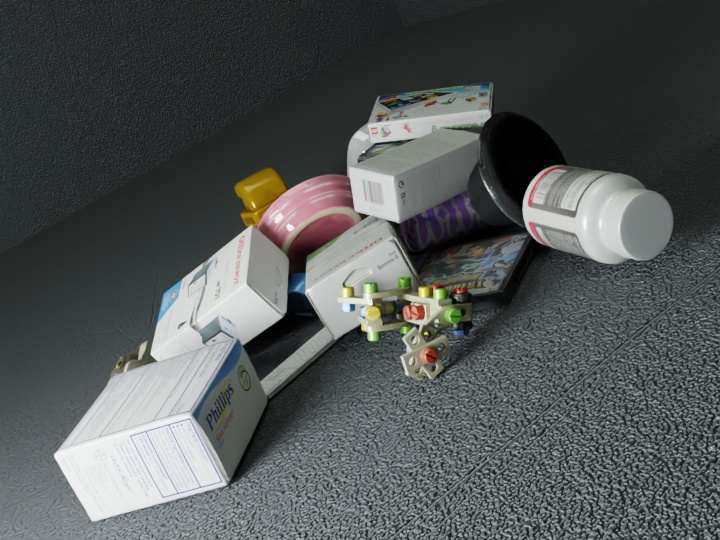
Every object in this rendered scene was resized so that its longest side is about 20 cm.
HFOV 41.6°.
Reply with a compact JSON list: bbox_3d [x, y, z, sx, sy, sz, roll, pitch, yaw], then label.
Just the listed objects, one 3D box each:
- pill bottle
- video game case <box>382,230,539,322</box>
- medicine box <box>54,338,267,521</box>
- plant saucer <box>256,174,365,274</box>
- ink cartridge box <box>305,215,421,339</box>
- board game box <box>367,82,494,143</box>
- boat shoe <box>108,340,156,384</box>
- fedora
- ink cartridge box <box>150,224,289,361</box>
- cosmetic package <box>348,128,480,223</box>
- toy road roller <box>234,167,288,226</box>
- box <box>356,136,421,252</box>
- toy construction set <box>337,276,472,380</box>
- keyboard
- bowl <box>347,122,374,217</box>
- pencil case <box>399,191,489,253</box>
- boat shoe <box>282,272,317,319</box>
[{"bbox_3d":[0.300,-0.070,1.202,0.109,0.112,0.200,-28,20,-14],"label":"pill bottle"},{"bbox_3d":[0.135,0.010,1.321,0.197,0.026,0.181,-12,22,31],"label":"video game case"},{"bbox_3d":[-0.238,0.192,1.166,0.197,0.104,0.183,-17,20,18],"label":"medicine box"},{"bbox_3d":[-0.072,-0.060,1.495,0.198,0.202,0.051,-28,58,-11],"label":"plant saucer"},{"bbox_3d":[0.000,0.000,1.354,0.144,0.088,0.200,-31,12,5],"label":"ink cartridge box"},{"bbox_3d":[0.116,-0.255,1.527,0.196,0.035,0.127,-5,30,13],"label":"board game box"},{"bbox_3d":[-0.341,0.165,1.416,0.059,0.073,0.200,-28,15,4],"label":"boat shoe"},{"bbox_3d":[0.215,-0.129,1.365,0.091,0.202,0.201,-32,8,44],"label":"fedora"},{"bbox_3d":[-0.206,0.050,1.406,0.199,0.086,0.148,-37,30,22],"label":"ink cartridge box"},{"bbox_3d":[0.090,-0.143,1.394,0.198,0.073,0.101,-27,29,-33],"label":"cosmetic package"},{"bbox_3d":[-0.164,-0.116,1.802,0.122,0.148,0.199,-31,13,-20],"label":"toy road roller"},{"bbox_3d":[0.093,-0.149,1.557,0.085,0.166,0.200,6,33,33],"label":"box"},{"bbox_3d":[0.063,0.058,1.176,0.129,0.094,0.200,-4,20,-23],"label":"toy construction set"},{"bbox_3d":[-0.079,0.118,1.314,0.056,0.011,0.199,-3,28,47],"label":"keyboard"},{"bbox_3d":[0.069,-0.183,1.688,0.199,0.202,0.074,-34,48,-31],"label":"bowl"},{"bbox_3d":[0.151,-0.096,1.453,0.197,0.087,0.084,-21,-10,-16],"label":"pencil case"},{"bbox_3d":[-0.127,0.050,1.466,0.084,0.069,0.199,-42,21,-20],"label":"boat shoe"}]
